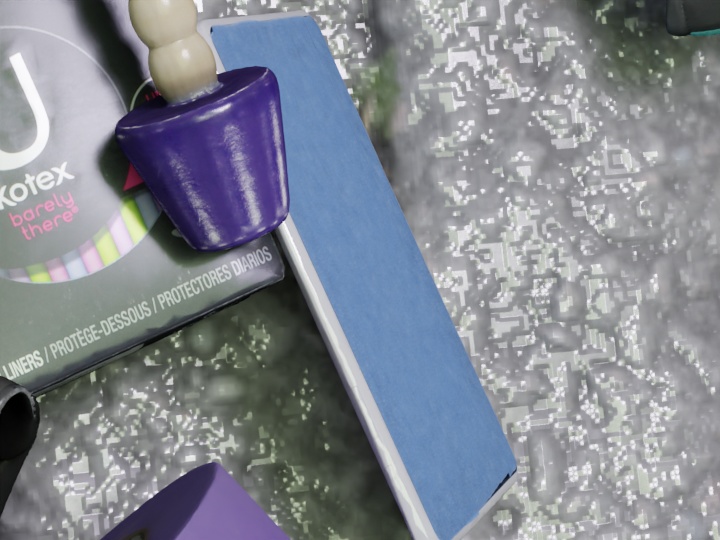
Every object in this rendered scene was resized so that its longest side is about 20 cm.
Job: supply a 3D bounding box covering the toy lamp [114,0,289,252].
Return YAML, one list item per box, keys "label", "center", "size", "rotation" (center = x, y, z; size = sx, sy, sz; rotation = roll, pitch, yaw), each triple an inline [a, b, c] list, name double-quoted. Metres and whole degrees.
- label: "toy lamp"
  center: [-0.072, -0.103, 0.712]
  size: [0.058, 0.058, 0.201]
  rotation: [-25, 105, -15]

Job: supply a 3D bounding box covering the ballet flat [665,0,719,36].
- label: "ballet flat"
  center: [0.102, -0.176, 0.873]
  size: [0.068, 0.068, 0.201]
  rotation: [-29, 66, 15]

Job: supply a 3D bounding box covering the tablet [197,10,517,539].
- label: "tablet"
  center: [0.000, 0.000, 0.816]
  size: [0.014, 0.130, 0.201]
  rotation: [-25, 90, 18]

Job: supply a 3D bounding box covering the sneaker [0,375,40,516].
- label: "sneaker"
  center: [-0.157, 0.011, 0.707]
  size: [0.114, 0.076, 0.202]
  rotation: [-3, 106, 19]

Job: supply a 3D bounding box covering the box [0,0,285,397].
- label: "box"
  center: [-0.126, -0.060, 0.792]
  size: [0.122, 0.106, 0.201]
  rotation: [-25, 90, -15]

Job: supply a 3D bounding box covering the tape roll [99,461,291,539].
- label: "tape roll"
  center: [-0.090, 0.161, 0.730]
  size: [0.085, 0.200, 0.200]
  rotation: [46, 76, -5]
